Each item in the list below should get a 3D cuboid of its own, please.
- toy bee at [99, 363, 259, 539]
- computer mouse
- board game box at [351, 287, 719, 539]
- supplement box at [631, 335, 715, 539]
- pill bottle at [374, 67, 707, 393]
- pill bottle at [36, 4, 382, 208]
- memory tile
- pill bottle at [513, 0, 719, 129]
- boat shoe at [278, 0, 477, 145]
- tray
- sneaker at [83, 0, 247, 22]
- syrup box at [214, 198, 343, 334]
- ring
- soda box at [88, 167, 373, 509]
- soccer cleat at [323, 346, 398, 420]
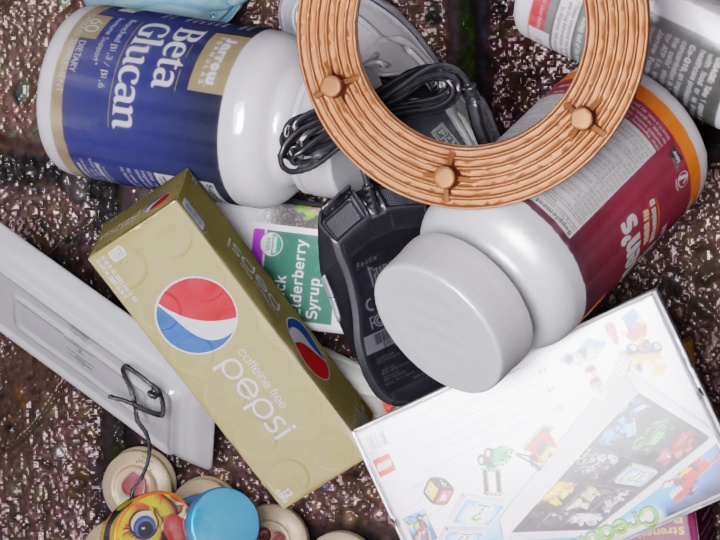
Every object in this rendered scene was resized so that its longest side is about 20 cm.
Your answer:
[{"bbox_3d":[-0.121,0.178,1.444,0.200,0.131,0.109,43,66,14],"label":"toy bee"},{"bbox_3d":[0.030,-0.028,1.375,0.140,0.046,0.200,-30,114,-19],"label":"computer mouse"},{"bbox_3d":[0.110,0.109,1.344,0.200,0.035,0.126,-25,88,12],"label":"board game box"},{"bbox_3d":[0.149,0.148,1.411,0.131,0.103,0.201,-6,91,15],"label":"supplement box"},{"bbox_3d":[0.104,-0.025,1.325,0.109,0.200,0.110,31,146,24],"label":"pill bottle"},{"bbox_3d":[-0.090,-0.099,1.420,0.200,0.111,0.111,10,97,23],"label":"pill bottle"},{"bbox_3d":[-0.095,0.216,1.508,0.200,0.017,0.154,20,99,14],"label":"memory tile"},{"bbox_3d":[0.203,-0.152,1.369,0.200,0.114,0.114,28,101,13],"label":"pill bottle"},{"bbox_3d":[0.021,-0.114,1.451,0.200,0.065,0.074,41,104,10],"label":"boat shoe"},{"bbox_3d":[-0.177,0.053,1.499,0.200,0.022,0.108,34,145,19],"label":"tray"},{"bbox_3d":[-0.086,-0.198,1.487,0.199,0.074,0.082,-7,123,11],"label":"sneaker"},{"bbox_3d":[0.000,0.000,1.458,0.199,0.081,0.079,7,95,15],"label":"syrup box"},{"bbox_3d":[0.058,-0.134,1.254,0.200,0.019,0.201,1,94,16],"label":"ring"},{"bbox_3d":[-0.075,0.042,1.384,0.068,0.064,0.200,-33,105,13],"label":"soda box"},{"bbox_3d":[0.000,0.088,1.475,0.200,0.078,0.069,22,106,-6],"label":"soccer cleat"}]
